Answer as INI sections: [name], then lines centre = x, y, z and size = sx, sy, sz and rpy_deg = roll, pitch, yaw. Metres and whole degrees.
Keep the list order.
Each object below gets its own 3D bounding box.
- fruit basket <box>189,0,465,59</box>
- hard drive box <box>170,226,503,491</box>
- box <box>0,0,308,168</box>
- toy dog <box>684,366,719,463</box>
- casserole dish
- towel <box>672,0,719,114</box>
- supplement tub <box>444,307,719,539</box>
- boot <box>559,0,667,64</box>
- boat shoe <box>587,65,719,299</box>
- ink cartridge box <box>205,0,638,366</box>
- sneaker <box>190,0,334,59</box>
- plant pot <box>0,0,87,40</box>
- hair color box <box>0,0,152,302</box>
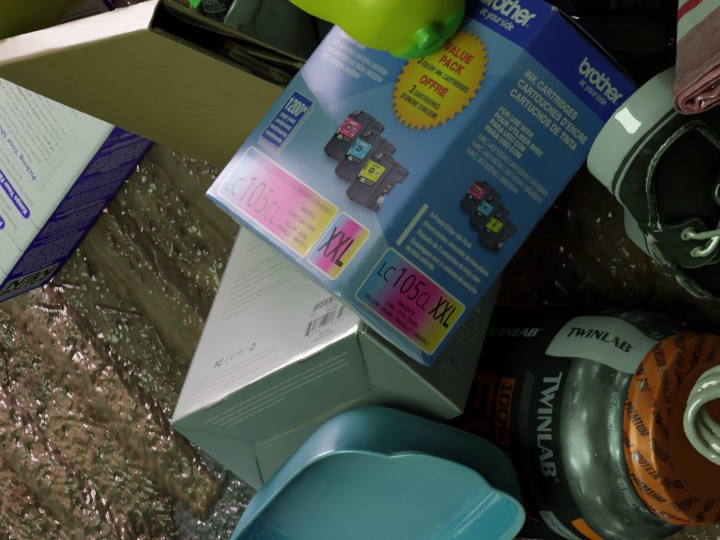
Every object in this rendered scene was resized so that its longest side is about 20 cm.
[fruit basket]
centre = -0.018, -0.199, 1.374
size = 0.215, 0.156, 0.216
rpy_deg = 22, 148, 15
[hard drive box]
centre = 0.000, 0.000, 1.546
size = 0.077, 0.201, 0.156
rpy_deg = 38, 139, -25
[box]
centre = -0.086, -0.094, 1.536
size = 0.200, 0.163, 0.021
rpy_deg = -3, 68, 59
[toy dog]
centre = 0.244, 0.101, 1.380
size = 0.200, 0.096, 0.132
rpy_deg = 40, 117, 1
[casserole dish]
centre = 0.007, 0.123, 1.505
size = 0.200, 0.121, 0.039
rpy_deg = 130, 154, -53
[towel]
centre = 0.195, -0.180, 1.335
size = 0.023, 0.201, 0.144
rpy_deg = 27, 139, -22
[supplement tub]
centre = 0.104, 0.080, 1.539
size = 0.199, 0.122, 0.123
rpy_deg = -2, 104, 44
[boot]
centre = 0.106, -0.194, 1.479
size = 0.200, 0.069, 0.175
rpy_deg = 13, 101, 58
[boat shoe]
centre = 0.161, -0.039, 1.419
size = 0.071, 0.200, 0.064
rpy_deg = -42, 69, -1
[ink cartridge box]
centre = 0.037, -0.074, 1.407
size = 0.200, 0.076, 0.136
rpy_deg = -52, 39, -2
[sneaker]
centre = -0.058, -0.125, 1.648
size = 0.076, 0.080, 0.201
rpy_deg = 6, 112, 40
[plant pot]
centre = -0.201, -0.221, 1.671
size = 0.200, 0.188, 0.202
rpy_deg = 17, 117, 38
[hair color box]
centre = -0.201, -0.080, 1.816
size = 0.110, 0.065, 0.200
rpy_deg = 54, 132, 13
